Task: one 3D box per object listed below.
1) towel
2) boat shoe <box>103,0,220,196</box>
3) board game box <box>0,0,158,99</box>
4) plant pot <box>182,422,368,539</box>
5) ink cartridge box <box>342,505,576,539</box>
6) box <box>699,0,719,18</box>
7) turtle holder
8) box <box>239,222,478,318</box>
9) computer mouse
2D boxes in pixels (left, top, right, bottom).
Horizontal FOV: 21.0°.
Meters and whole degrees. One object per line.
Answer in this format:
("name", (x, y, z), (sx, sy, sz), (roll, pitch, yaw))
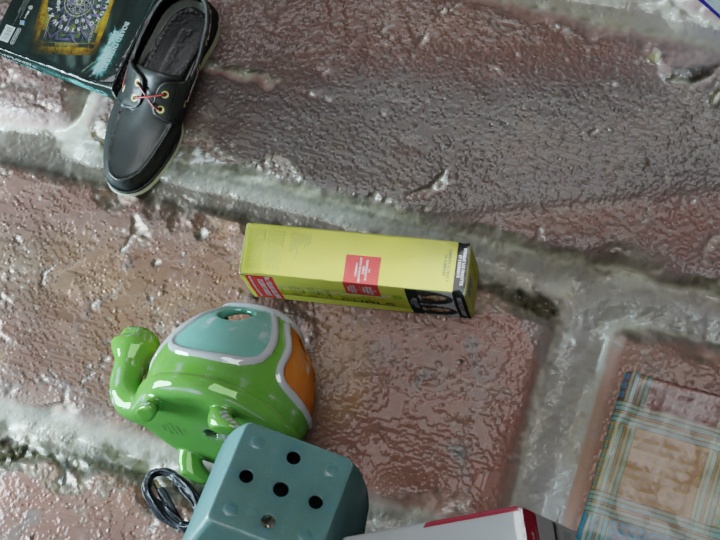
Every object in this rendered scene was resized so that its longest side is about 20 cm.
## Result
("towel", (0.262, 0.194, 1.607), (0.146, 0.022, 0.201), (15, 75, 13))
("boat shoe", (-0.189, -0.166, 1.776), (0.073, 0.063, 0.202), (19, 77, 12))
("board game box", (-0.247, -0.273, 1.836), (0.135, 0.028, 0.201), (21, 76, 15))
("plant pot", (-0.073, 0.214, 1.530), (0.141, 0.200, 0.142), (20, 59, 4))
("ink cartridge box", (0.086, 0.245, 1.515), (0.145, 0.200, 0.084), (-13, 73, 15))
("box", (0.400, -0.293, 1.700), (0.200, 0.105, 0.184), (-43, 70, -6))
("turtle holder", (-0.120, 0.102, 1.652), (0.185, 0.141, 0.132), (-12, 46, 46))
("box", (0.000, 0.000, 1.684), (0.199, 0.075, 0.050), (7, 73, 10))
("computer mouse", (-0.132, 0.253, 1.649), (0.059, 0.034, 0.200), (-34, 64, 15))
